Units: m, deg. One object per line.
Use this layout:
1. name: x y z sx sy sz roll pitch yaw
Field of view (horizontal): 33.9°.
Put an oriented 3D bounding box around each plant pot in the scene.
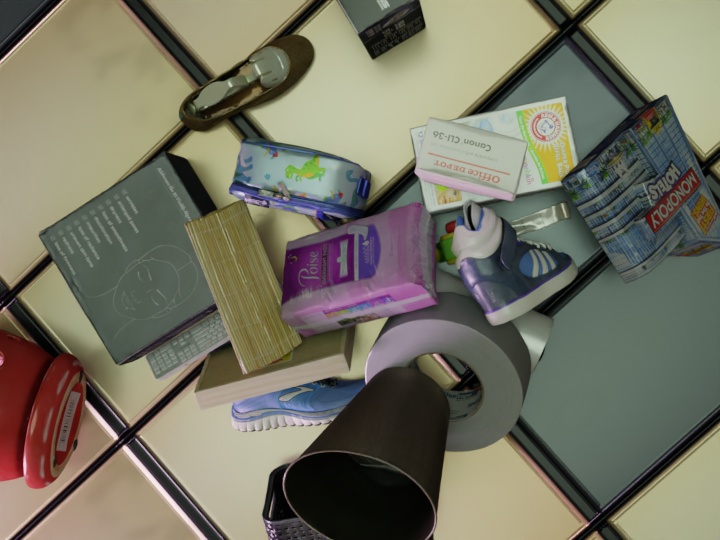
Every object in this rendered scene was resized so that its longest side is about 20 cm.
1. plant pot: -0.460 0.177 1.515 0.182 0.200 0.201 12 92 3

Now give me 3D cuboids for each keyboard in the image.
1. keyboard: -0.186 0.075 1.535 0.200 0.011 0.056 -31 44 -7

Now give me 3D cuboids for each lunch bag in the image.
1. lunch bag: -0.067 -0.110 1.467 0.160 0.200 0.083 12 93 5

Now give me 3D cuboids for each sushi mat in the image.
1. sushi mat: -0.143 0.019 1.452 0.012 0.096 0.201 -15 98 49

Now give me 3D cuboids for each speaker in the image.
1. speaker: 0.143 0.060 1.508 0.199 0.081 0.082 23 93 5

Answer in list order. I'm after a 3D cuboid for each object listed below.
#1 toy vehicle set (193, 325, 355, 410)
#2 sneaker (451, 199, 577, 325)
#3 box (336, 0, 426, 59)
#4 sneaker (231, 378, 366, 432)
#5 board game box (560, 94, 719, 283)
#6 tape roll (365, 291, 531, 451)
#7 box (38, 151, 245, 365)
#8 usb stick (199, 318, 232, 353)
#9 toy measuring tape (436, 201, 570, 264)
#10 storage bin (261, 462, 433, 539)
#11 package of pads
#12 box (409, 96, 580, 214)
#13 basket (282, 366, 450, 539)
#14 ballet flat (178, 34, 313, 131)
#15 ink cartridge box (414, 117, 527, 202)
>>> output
1. toy vehicle set: -0.107 0.113 1.506 0.199 0.124 0.027 -15 112 11
2. sneaker: 0.184 -0.030 1.447 0.080 0.200 0.147 -24 94 39
3. box: 0.001 -0.364 1.454 0.086 0.200 0.164 -30 88 6
4. sneaker: -0.075 0.155 1.534 0.199 0.079 0.090 -7 93 6
5. board game box: 0.364 -0.082 1.450 0.200 0.062 0.200 -41 99 -39
6. tape roll: 0.109 0.128 1.474 0.199 0.066 0.201 9 123 14
7. box: -0.269 -0.016 1.528 0.196 0.124 0.200 -31 89 7
8. usb stick: -0.118 0.061 1.551 0.199 0.056 0.033 -18 126 6
9. toy measuring tape: 0.172 -0.046 1.509 0.199 0.074 0.074 -18 89 6
10. storage bin: -0.013 0.304 1.490 0.199 0.135 0.094 -10 111 6
11. package of pads: 0.000 0.000 1.458 0.199 0.076 0.121 -15 56 26
12. box: 0.171 -0.143 1.491 0.199 0.101 0.113 -11 91 6
13. basket: 0.029 0.212 1.388 0.180 0.200 0.137 11 120 15
14. ballet flat: -0.152 -0.246 1.537 0.199 0.072 0.068 -27 89 6
15. ink cartridge box: 0.127 -0.124 1.344 0.116 0.200 0.068 14 93 5
